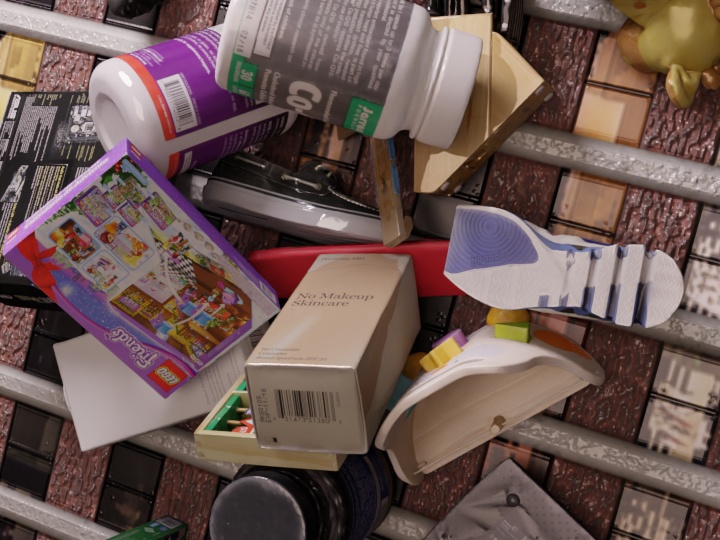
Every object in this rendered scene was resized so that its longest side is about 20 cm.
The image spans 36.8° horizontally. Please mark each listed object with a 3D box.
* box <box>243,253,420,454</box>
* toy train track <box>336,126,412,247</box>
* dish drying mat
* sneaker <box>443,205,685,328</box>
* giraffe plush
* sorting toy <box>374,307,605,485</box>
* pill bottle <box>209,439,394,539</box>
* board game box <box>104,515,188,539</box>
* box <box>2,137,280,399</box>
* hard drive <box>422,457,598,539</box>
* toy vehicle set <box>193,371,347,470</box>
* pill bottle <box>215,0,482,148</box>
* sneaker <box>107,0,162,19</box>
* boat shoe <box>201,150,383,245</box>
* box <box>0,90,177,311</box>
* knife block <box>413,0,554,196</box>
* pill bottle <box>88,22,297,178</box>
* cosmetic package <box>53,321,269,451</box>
[{"bbox_3d":[-0.016,0.062,0.891,0.094,0.200,0.078,0,115,15],"label":"box"},{"bbox_3d":[0.028,-0.115,0.981,0.115,0.032,0.201,-33,55,46],"label":"toy train track"},{"bbox_3d":[0.000,0.000,0.997,0.199,0.077,0.018,-3,51,18],"label":"dish drying mat"},{"bbox_3d":[0.174,0.007,0.913,0.199,0.115,0.081,15,88,21],"label":"sneaker"},{"bbox_3d":[0.244,-0.228,0.879,0.172,0.200,0.162,-38,111,5],"label":"giraffe plush"},{"bbox_3d":[0.086,0.100,0.907,0.200,0.180,0.107,-32,81,16],"label":"sorting toy"},{"bbox_3d":[-0.049,0.203,0.941,0.111,0.200,0.112,0,90,19],"label":"pill bottle"},{"bbox_3d":[-0.239,0.314,1.006,0.029,0.200,0.135,21,96,19],"label":"board game box"},{"bbox_3d":[-0.183,0.003,0.927,0.137,0.039,0.200,-37,119,8],"label":"box"},{"bbox_3d":[0.116,0.278,0.969,0.135,0.042,0.200,42,103,14],"label":"hard drive"},{"bbox_3d":[-0.046,0.104,0.943,0.124,0.200,0.027,0,114,20],"label":"toy vehicle set"},{"bbox_3d":[-0.009,-0.174,0.882,0.199,0.113,0.114,17,96,-3],"label":"pill bottle"},{"bbox_3d":[-0.199,-0.345,1.065,0.090,0.066,0.200,37,97,18],"label":"sneaker"},{"bbox_3d":[-0.051,-0.072,1.009,0.199,0.072,0.071,16,80,10],"label":"boat shoe"},{"bbox_3d":[-0.275,-0.066,1.042,0.163,0.086,0.201,3,71,23],"label":"box"},{"bbox_3d":[0.078,-0.190,0.970,0.200,0.064,0.176,-46,76,14],"label":"knife block"},{"bbox_3d":[-0.133,-0.159,0.972,0.112,0.200,0.113,37,140,39],"label":"pill bottle"},{"bbox_3d":[-0.186,0.095,1.052,0.199,0.081,0.113,-17,84,19],"label":"cosmetic package"}]
